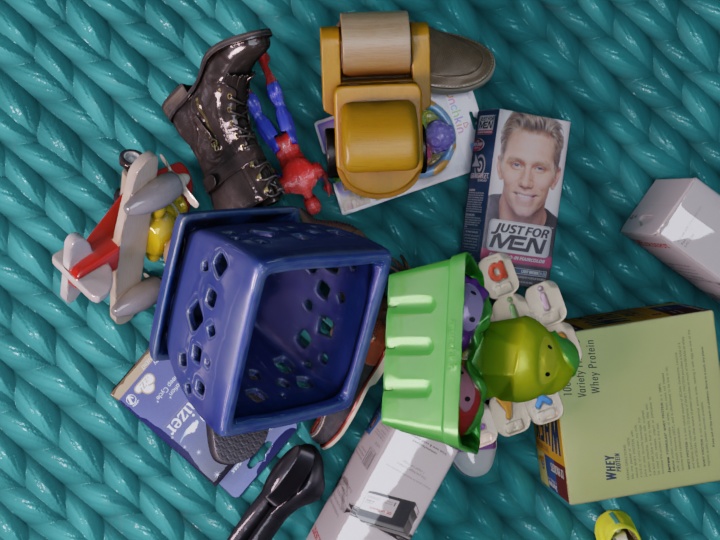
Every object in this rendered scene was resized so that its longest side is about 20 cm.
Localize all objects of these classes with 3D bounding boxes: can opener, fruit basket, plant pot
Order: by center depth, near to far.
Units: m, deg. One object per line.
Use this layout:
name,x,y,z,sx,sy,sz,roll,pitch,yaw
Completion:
fruit basket,0.132,0.093,1.414,0.212,0.155,0.219,-3,78,14
plant pot,-0.109,0.037,1.414,0.198,0.179,0.202,-6,120,-45
can opener,-0.112,0.287,1.564,0.078,0.063,0.201,32,99,-34

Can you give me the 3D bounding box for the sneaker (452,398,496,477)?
sneaker,0.130,0.152,1.559,0.072,0.114,0.204,-8,95,-8

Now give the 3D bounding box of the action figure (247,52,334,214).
action figure,-0.089,-0.147,1.548,0.065,0.099,0.202,-24,73,-2

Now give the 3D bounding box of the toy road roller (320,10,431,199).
toy road roller,0.020,-0.180,1.458,0.121,0.146,0.203,-3,104,-2

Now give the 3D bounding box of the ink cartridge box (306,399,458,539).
ink cartridge box,0.021,0.264,1.533,0.084,0.145,0.202,29,89,-8

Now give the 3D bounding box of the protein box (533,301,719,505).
protein box,0.312,0.153,1.570,0.197,0.135,0.202,-8,93,-7

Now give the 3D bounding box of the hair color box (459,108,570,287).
hair color box,0.182,-0.084,1.571,0.099,0.060,0.203,6,91,-21

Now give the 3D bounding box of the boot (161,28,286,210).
boot,-0.130,-0.155,1.486,0.069,0.200,0.176,-18,76,-48

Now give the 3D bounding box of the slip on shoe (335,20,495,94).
slip on shoe,0.065,-0.261,1.549,0.197,0.061,0.077,14,68,-4

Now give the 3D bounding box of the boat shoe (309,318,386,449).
boat shoe,-0.019,0.127,1.525,0.062,0.072,0.201,25,128,-6

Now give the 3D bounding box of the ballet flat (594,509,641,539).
ballet flat,0.338,0.391,1.619,0.066,0.067,0.202,-20,95,-7

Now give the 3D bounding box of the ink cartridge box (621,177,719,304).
ink cartridge box,0.428,-0.020,1.571,0.199,0.146,0.086,36,89,-7

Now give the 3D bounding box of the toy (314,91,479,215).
toy,0.056,-0.151,1.568,0.197,0.047,0.117,-19,96,-6

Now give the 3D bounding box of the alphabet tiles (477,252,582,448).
alphabet tiles,0.144,0.090,1.491,0.198,0.015,0.198,-21,85,8

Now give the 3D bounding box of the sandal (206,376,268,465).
sandal,-0.142,0.132,1.528,0.075,0.043,0.203,18,57,-26

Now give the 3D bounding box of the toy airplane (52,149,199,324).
toy airplane,-0.243,-0.031,1.459,0.140,0.200,0.201,24,90,5

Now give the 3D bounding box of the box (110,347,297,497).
box,-0.181,0.164,1.561,0.200,0.032,0.121,42,87,-8

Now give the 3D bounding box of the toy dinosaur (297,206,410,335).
toy dinosaur,0.000,0.000,1.552,0.134,0.086,0.202,-30,92,-5
